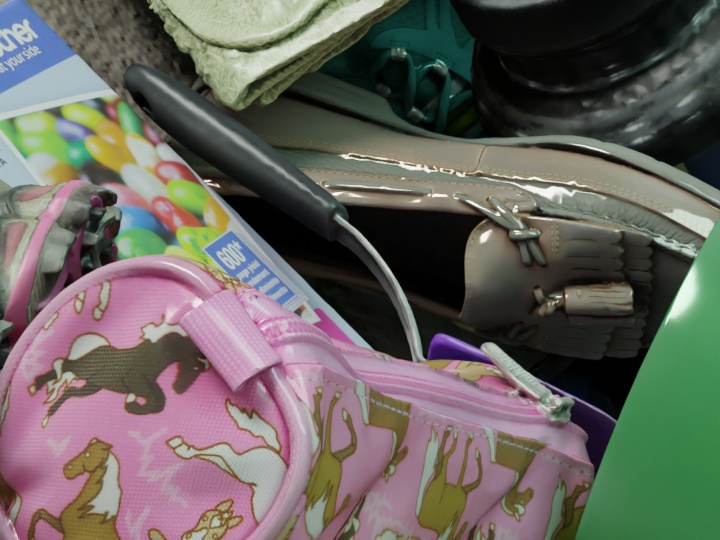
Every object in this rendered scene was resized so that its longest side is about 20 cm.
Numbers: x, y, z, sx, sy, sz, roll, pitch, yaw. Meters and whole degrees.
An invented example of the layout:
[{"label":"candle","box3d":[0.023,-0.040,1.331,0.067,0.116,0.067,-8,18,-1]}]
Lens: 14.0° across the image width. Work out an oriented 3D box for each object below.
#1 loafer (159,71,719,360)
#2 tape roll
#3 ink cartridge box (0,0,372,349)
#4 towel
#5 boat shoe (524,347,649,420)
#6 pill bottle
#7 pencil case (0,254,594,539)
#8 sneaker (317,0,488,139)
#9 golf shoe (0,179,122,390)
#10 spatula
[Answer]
[{"label":"loafer","box3d":[0.027,-0.007,0.893,0.200,0.072,0.063,18,45,17]},{"label":"tape roll","box3d":[0.118,0.052,0.832,0.048,0.201,0.200,24,27,19]},{"label":"ink cartridge box","box3d":[-0.088,-0.006,0.835,0.200,0.042,0.119,43,32,5]},{"label":"towel","box3d":[-0.019,-0.137,0.936,0.036,0.148,0.200,59,-5,-39]},{"label":"boat shoe","box3d":[0.051,0.070,0.874,0.069,0.057,0.200,41,32,-2]},{"label":"pill bottle","box3d":[0.104,-0.048,0.951,0.200,0.112,0.112,54,20,-39]},{"label":"pencil case","box3d":[-0.012,0.050,0.714,0.083,0.087,0.200,13,-2,26]},{"label":"sneaker","box3d":[0.039,-0.067,1.015,0.200,0.078,0.080,12,52,-38]},{"label":"golf shoe","box3d":[-0.123,0.022,0.683,0.092,0.073,0.200,11,15,8]},{"label":"spatula","box3d":[0.000,0.000,0.847,0.021,0.057,0.200,-39,65,-18]}]
